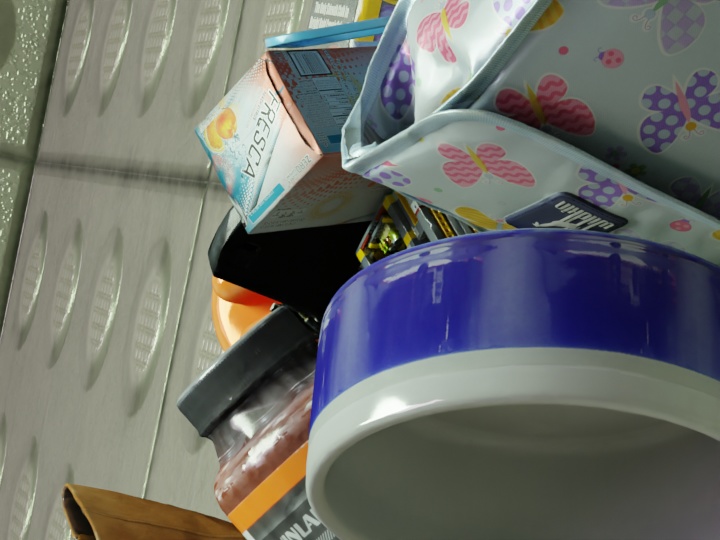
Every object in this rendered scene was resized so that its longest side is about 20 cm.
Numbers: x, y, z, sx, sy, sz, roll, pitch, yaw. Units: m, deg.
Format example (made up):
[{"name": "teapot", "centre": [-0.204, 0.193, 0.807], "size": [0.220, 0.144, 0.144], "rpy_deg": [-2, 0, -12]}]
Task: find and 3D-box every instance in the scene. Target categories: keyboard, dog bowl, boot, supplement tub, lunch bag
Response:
[{"name": "keyboard", "centre": [0.000, 0.000, 1.428], "size": [0.104, 0.200, 0.040], "rpy_deg": [-50, 41, 21]}, {"name": "dog bowl", "centre": [0.078, 0.063, 1.146], "size": [0.200, 0.200, 0.079], "rpy_deg": [127, 152, -57]}, {"name": "boot", "centre": [-0.085, 0.163, 1.647], "size": [0.188, 0.200, 0.069], "rpy_deg": [-109, 34, -61]}, {"name": "supplement tub", "centre": [0.005, 0.113, 1.274], "size": [0.107, 0.200, 0.107], "rpy_deg": [-43, -3, -3]}, {"name": "lunch bag", "centre": [0.112, -0.081, 1.118], "size": [0.200, 0.169, 0.127], "rpy_deg": [-49, 29, 28]}]

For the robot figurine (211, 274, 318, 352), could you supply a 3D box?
[{"name": "robot figurine", "centre": [-0.010, 0.024, 1.560], "size": [0.117, 0.144, 0.200], "rpy_deg": [-67, -23, 3]}]

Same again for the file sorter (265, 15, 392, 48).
[{"name": "file sorter", "centre": [0.005, -0.208, 1.285], "size": [0.139, 0.122, 0.200], "rpy_deg": [-37, -62, -82]}]

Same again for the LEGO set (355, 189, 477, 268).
[{"name": "LEGO set", "centre": [0.086, -0.012, 1.306], "size": [0.116, 0.154, 0.200], "rpy_deg": [61, 145, 20]}]

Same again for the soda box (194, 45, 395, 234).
[{"name": "soda box", "centre": [0.018, -0.068, 1.347], "size": [0.068, 0.200, 0.064], "rpy_deg": [-44, 65, 38]}]

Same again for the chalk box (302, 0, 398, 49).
[{"name": "chalk box", "centre": [0.041, -0.134, 1.564], "size": [0.124, 0.124, 0.200], "rpy_deg": [-147, 70, -74]}]
